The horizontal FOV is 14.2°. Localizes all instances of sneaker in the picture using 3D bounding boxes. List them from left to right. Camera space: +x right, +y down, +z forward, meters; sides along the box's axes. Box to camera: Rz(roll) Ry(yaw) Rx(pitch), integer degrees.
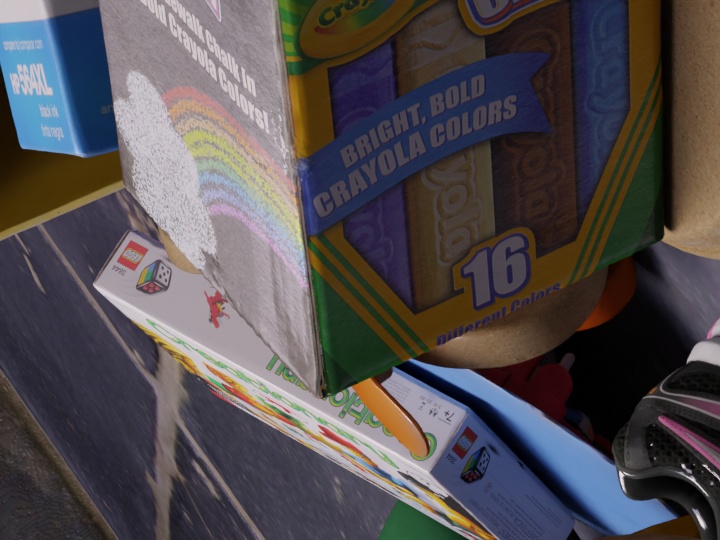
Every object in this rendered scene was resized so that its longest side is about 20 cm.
[{"bbox_3d":[0.164,0.114,1.020,0.200,0.086,0.080,50,167,20],"label":"sneaker"}]

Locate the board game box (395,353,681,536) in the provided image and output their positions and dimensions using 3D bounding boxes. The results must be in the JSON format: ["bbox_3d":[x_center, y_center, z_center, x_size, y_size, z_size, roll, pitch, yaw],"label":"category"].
[{"bbox_3d":[0.075,0.057,1.210,0.158,0.039,0.200,33,171,4],"label":"board game box"}]

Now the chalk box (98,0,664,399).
[{"bbox_3d":[0.002,-0.092,0.803,0.124,0.123,0.201,46,151,41],"label":"chalk box"}]

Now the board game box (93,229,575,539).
[{"bbox_3d":[-0.011,0.057,1.256,0.199,0.035,0.126,27,169,35],"label":"board game box"}]

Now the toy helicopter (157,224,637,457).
[{"bbox_3d":[0.000,0.000,1.121,0.199,0.132,0.079,10,139,33],"label":"toy helicopter"}]

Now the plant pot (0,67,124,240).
[{"bbox_3d":[-0.164,-0.159,1.342,0.177,0.199,0.201,-116,3,-48],"label":"plant pot"}]

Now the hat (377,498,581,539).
[{"bbox_3d":[0.068,0.093,1.335,0.199,0.177,0.166,10,166,22],"label":"hat"}]

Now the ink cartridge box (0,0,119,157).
[{"bbox_3d":[-0.057,-0.151,0.944,0.084,0.145,0.201,-164,60,-71],"label":"ink cartridge box"}]

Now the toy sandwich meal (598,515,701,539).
[{"bbox_3d":[0.107,0.179,1.119,0.206,0.204,0.070,61,-177,-18],"label":"toy sandwich meal"}]

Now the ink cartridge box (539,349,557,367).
[{"bbox_3d":[-0.011,-0.012,1.279,0.199,0.047,0.198,20,152,21],"label":"ink cartridge box"}]

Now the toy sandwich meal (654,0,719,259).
[{"bbox_3d":[0.091,-0.093,0.856,0.205,0.070,0.206,49,154,35],"label":"toy sandwich meal"}]
